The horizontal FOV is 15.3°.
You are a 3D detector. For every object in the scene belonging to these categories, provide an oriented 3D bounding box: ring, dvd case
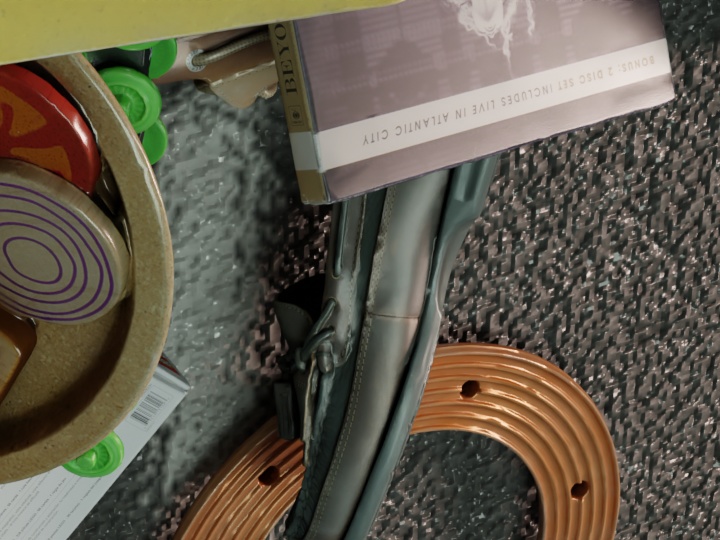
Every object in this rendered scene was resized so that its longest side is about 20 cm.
[{"bbox_3d":[0.009,0.111,1.014,0.200,0.019,0.201,-16,128,-21],"label":"ring"},{"bbox_3d":[0.022,-0.132,0.777,0.148,0.016,0.201,-18,100,-40],"label":"dvd case"}]

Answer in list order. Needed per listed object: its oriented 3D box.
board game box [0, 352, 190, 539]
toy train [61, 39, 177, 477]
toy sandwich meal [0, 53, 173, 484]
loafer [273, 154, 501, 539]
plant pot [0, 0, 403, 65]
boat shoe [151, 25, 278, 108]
[{"bbox_3d":[-0.164,0.082,0.877,0.200,0.035,0.126,-50,133,7],"label":"board game box"},{"bbox_3d":[-0.088,-0.019,0.786,0.056,0.042,0.201,9,128,0],"label":"toy train"},{"bbox_3d":[-0.149,-0.001,0.749,0.204,0.070,0.206,9,123,14],"label":"toy sandwich meal"},{"bbox_3d":[0.000,0.000,0.904,0.063,0.072,0.201,17,104,-5],"label":"loafer"},{"bbox_3d":[-0.115,-0.163,0.647,0.199,0.200,0.177,-10,116,-25],"label":"plant pot"},{"bbox_3d":[-0.039,-0.090,0.818,0.199,0.076,0.072,-6,127,-17],"label":"boat shoe"}]
